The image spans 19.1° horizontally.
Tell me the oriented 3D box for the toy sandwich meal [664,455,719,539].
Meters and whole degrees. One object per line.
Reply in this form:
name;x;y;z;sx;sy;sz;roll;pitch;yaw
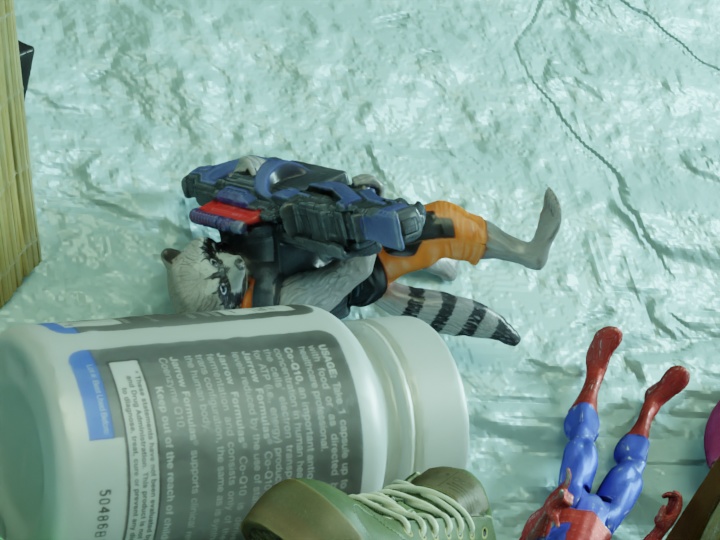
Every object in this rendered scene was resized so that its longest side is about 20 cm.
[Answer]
toy sandwich meal;0.219;0.102;1.009;0.204;0.207;0.070;-7;40;-32

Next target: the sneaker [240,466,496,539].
sneaker;0.013;0.112;0.883;0.067;0.201;0.090;33;73;26

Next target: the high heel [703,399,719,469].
high heel;0.272;0.117;1.105;0.199;0.068;0.096;33;39;6

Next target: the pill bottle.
pill bottle;-0.059;0.074;0.939;0.198;0.114;0.115;-3;56;-29

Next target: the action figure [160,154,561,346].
action figure;0.000;0.000;1.024;0.192;0.200;0.106;-7;102;-23

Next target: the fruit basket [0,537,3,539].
fruit basket;-0.216;0.159;0.805;0.185;0.094;0.200;42;50;8

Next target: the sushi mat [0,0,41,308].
sushi mat;-0.176;-0.055;0.934;0.012;0.201;0.096;18;41;20

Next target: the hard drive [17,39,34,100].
hard drive;-0.267;-0.107;0.967;0.199;0.038;0.140;25;26;16

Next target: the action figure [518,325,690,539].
action figure;0.121;0.098;1.030;0.065;0.099;0.201;28;49;-3
